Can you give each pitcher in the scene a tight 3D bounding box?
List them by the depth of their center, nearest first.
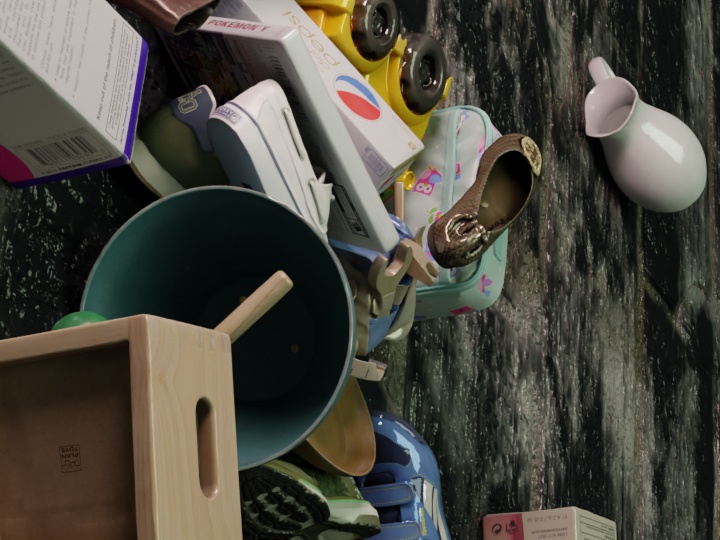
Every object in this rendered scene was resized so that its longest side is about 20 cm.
[{"bbox_3d":[0.372,-0.183,2.457,0.200,0.121,0.172,42,29,-36],"label":"pitcher"}]

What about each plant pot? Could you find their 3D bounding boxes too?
[{"bbox_3d":[-0.092,0.047,1.354,0.135,0.199,0.202,30,53,-79],"label":"plant pot"},{"bbox_3d":[-0.054,0.085,1.515,0.200,0.027,0.200,52,17,-23],"label":"plant pot"}]

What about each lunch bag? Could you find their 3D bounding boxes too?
[{"bbox_3d":[0.063,-0.057,1.713,0.077,0.159,0.201,38,49,-54],"label":"lunch bag"}]

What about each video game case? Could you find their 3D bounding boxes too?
[{"bbox_3d":[-0.067,-0.111,1.461,0.023,0.182,0.201,-42,122,-24],"label":"video game case"}]

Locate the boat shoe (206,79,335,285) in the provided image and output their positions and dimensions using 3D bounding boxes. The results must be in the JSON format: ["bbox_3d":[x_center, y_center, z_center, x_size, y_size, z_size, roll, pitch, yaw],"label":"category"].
[{"bbox_3d":[-0.050,-0.054,1.407,0.065,0.073,0.201,-40,134,-23],"label":"boat shoe"}]

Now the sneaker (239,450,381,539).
[{"bbox_3d":[-0.055,0.172,1.518,0.200,0.077,0.089,39,30,-59],"label":"sneaker"}]

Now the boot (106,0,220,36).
[{"bbox_3d":[-0.190,-0.222,1.270,0.166,0.073,0.200,36,22,6],"label":"boot"}]

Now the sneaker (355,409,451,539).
[{"bbox_3d":[0.033,0.221,1.657,0.082,0.074,0.201,-46,121,-56],"label":"sneaker"}]

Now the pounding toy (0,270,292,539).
[{"bbox_3d":[-0.149,0.102,1.198,0.142,0.183,0.202,19,64,-61],"label":"pounding toy"}]

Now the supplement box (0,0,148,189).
[{"bbox_3d":[-0.238,-0.152,1.203,0.200,0.101,0.104,45,43,-50],"label":"supplement box"}]

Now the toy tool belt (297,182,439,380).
[{"bbox_3d":[0.000,0.000,1.535,0.200,0.124,0.124,-55,165,-70],"label":"toy tool belt"}]

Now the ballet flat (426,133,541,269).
[{"bbox_3d":[0.120,-0.065,1.626,0.068,0.046,0.200,58,40,-12],"label":"ballet flat"}]

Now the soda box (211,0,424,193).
[{"bbox_3d":[-0.043,-0.146,1.505,0.200,0.064,0.068,49,32,3],"label":"soda box"}]

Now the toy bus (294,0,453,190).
[{"bbox_3d":[-0.029,-0.138,1.617,0.200,0.135,0.193,37,64,-51],"label":"toy bus"}]

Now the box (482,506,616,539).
[{"bbox_3d":[0.201,0.355,1.907,0.128,0.108,0.202,29,56,-58],"label":"box"}]

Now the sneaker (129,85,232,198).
[{"bbox_3d":[-0.101,-0.075,1.448,0.200,0.090,0.067,41,12,-51],"label":"sneaker"}]
